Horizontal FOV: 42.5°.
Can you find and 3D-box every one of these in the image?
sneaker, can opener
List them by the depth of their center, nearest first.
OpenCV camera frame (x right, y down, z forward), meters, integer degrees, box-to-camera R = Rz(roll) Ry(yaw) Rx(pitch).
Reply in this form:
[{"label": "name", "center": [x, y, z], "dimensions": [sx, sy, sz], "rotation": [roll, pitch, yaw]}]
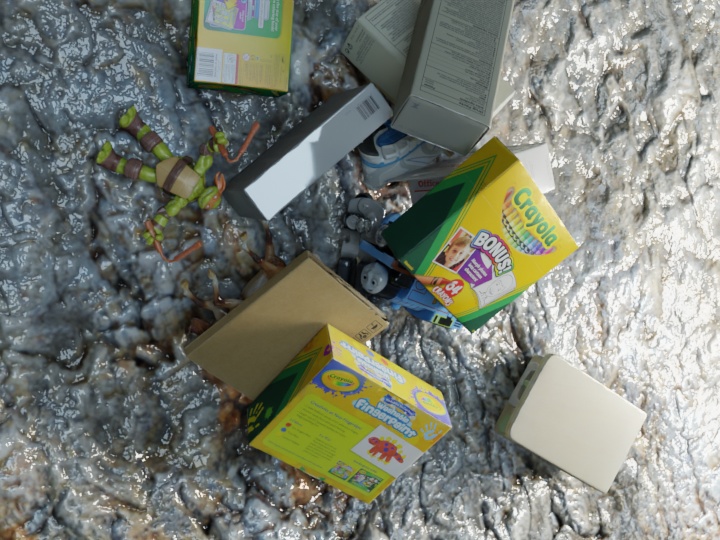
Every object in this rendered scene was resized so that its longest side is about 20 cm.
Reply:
[{"label": "can opener", "center": [0.000, 0.000, 1.210], "dimensions": [0.052, 0.066, 0.201], "rotation": [13, 99, 22]}, {"label": "sneaker", "center": [0.074, -0.166, 1.226], "dimensions": [0.200, 0.075, 0.087], "rotation": [-27, 144, -28]}]

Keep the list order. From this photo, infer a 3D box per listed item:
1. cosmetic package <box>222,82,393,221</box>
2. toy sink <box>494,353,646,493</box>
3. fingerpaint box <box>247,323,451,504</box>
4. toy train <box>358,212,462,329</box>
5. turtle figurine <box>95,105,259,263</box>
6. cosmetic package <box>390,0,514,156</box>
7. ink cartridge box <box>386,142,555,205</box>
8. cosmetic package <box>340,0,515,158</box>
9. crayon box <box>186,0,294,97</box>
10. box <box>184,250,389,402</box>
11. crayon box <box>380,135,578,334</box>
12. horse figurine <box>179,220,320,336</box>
[{"label": "cosmetic package", "center": [-0.070, -0.143, 1.125], "dimensions": [0.200, 0.151, 0.052], "rotation": [-41, 108, -11]}, {"label": "toy sink", "center": [0.276, 0.203, 1.303], "dimensions": [0.200, 0.112, 0.131], "rotation": [31, 84, -25]}, {"label": "fingerpaint box", "center": [-0.015, 0.185, 1.170], "dimensions": [0.200, 0.073, 0.167], "rotation": [32, 113, -27]}, {"label": "toy train", "center": [0.079, 0.004, 1.192], "dimensions": [0.200, 0.087, 0.115], "rotation": [20, 97, -46]}, {"label": "turtle figurine", "center": [-0.222, -0.125, 1.109], "dimensions": [0.161, 0.064, 0.200], "rotation": [34, 99, -4]}, {"label": "cosmetic package", "center": [0.110, -0.248, 1.092], "dimensions": [0.103, 0.073, 0.201], "rotation": [21, 63, -11]}, {"label": "ink cartridge box", "center": [0.142, -0.110, 1.188], "dimensions": [0.200, 0.117, 0.068], "rotation": [-21, 105, -40]}, {"label": "cosmetic package", "center": [0.084, -0.252, 1.167], "dimensions": [0.200, 0.071, 0.105], "rotation": [46, 60, 3]}, {"label": "crayon box", "center": [-0.144, -0.320, 1.130], "dimensions": [0.118, 0.058, 0.201], "rotation": [3, 94, -20]}, {"label": "box", "center": [-0.088, 0.080, 1.137], "dimensions": [0.200, 0.021, 0.163], "rotation": [-38, 129, 14]}, {"label": "crayon box", "center": [0.146, -0.035, 1.098], "dimensions": [0.172, 0.058, 0.200], "rotation": [-39, 138, 8]}, {"label": "horse figurine", "center": [-0.139, 0.024, 1.163], "dimensions": [0.200, 0.050, 0.133], "rotation": [-46, 124, -18]}]
